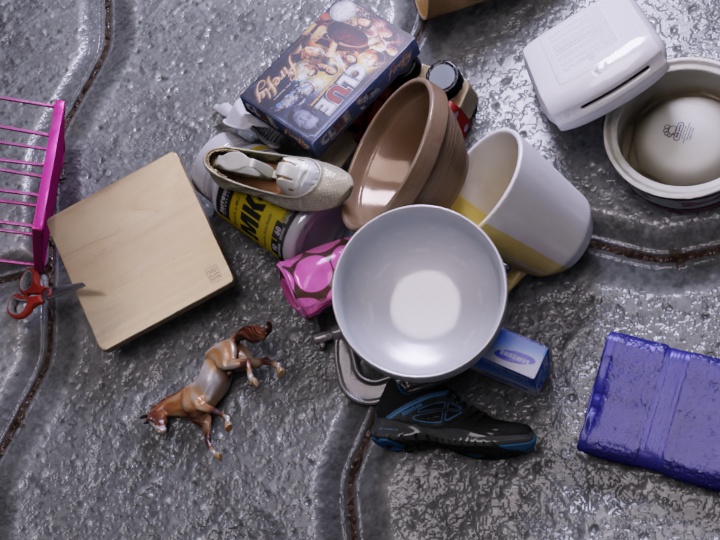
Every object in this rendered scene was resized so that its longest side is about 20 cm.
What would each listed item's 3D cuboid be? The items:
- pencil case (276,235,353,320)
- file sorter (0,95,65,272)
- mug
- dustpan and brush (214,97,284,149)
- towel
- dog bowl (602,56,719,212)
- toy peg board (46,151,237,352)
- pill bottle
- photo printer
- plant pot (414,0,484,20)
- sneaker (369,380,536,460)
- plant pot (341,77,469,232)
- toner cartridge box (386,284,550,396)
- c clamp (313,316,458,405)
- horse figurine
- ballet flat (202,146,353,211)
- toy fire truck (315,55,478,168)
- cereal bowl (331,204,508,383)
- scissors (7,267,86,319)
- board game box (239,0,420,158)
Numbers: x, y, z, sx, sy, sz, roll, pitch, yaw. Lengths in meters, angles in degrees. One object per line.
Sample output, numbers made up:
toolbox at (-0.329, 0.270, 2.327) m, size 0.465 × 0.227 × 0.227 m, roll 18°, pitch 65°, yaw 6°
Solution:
pencil case at (0.000, 0.000, 1.594) m, size 0.199 × 0.091 × 0.094 m, roll -20°, pitch 57°, yaw -2°
file sorter at (-0.484, -0.123, 1.765) m, size 0.125 × 0.139 × 0.201 m, roll 8°, pitch 65°, yaw -9°
mug at (0.185, -0.060, 1.549) m, size 0.186 × 0.153 × 0.150 m, roll -38°, pitch 33°, yaw 39°
dustpan and brush at (-0.146, -0.206, 1.755) m, size 0.200 × 0.139 × 0.057 m, roll 43°, pitch 119°, yaw 44°
towel at (0.358, 0.163, 1.451) m, size 0.199 × 0.050 × 0.148 m, roll 14°, pitch 77°, yaw 22°
dog bowl at (0.401, -0.160, 1.574) m, size 0.199 × 0.074 × 0.201 m, roll -7°, pitch 64°, yaw 14°
toy peg board at (-0.282, -0.018, 1.717) m, size 0.199 × 0.098 × 0.200 m, roll -28°, pitch 76°, yaw 4°
pill bottle at (-0.121, -0.095, 1.679) m, size 0.200 × 0.114 × 0.114 m, roll 34°, pitch 79°, yaw 28°
photo printer at (0.292, -0.259, 1.596) m, size 0.166 × 0.070 × 0.200 m, roll -30°, pitch 27°, yaw 14°
plant pot at (0.170, -0.449, 1.738) m, size 0.199 × 0.187 × 0.187 m, roll -10°, pitch 62°, yaw -3°
sneaker at (0.109, 0.173, 1.502) m, size 0.199 × 0.073 × 0.082 m, roll 5°, pitch 68°, yaw 19°
plant pot at (0.066, -0.122, 1.547) m, size 0.201 × 0.092 × 0.201 m, roll -47°, pitch 28°, yaw 35°
toner cartridge box at (0.124, 0.082, 1.513) m, size 0.199 × 0.095 × 0.043 m, roll 23°, pitch 78°, yaw 17°
c clamp at (0.035, 0.079, 1.596) m, size 0.199 × 0.027 × 0.172 m, roll -13°, pitch 63°, yaw 10°
horse figurine at (-0.176, 0.143, 1.611) m, size 0.132 × 0.050 × 0.200 m, roll 31°, pitch 85°, yaw 45°
ballet flat at (-0.107, -0.115, 1.582) m, size 0.199 × 0.062 × 0.068 m, roll 9°, pitch 75°, yaw 23°
toy fire truck at (0.036, -0.190, 1.683) m, size 0.175 × 0.129 × 0.201 m, roll 23°, pitch 85°, yaw 25°
cereal bowl at (0.070, 0.032, 1.444) m, size 0.199 × 0.083 × 0.201 m, roll -3°, pitch 73°, yaw 10°
scissors at (-0.420, 0.039, 1.708) m, size 0.200 × 0.014 × 0.073 m, roll 10°, pitch 75°, yaw 51°
board game box at (-0.039, -0.252, 1.647) m, size 0.135 × 0.035 × 0.200 m, roll 34°, pitch 73°, yaw 28°
